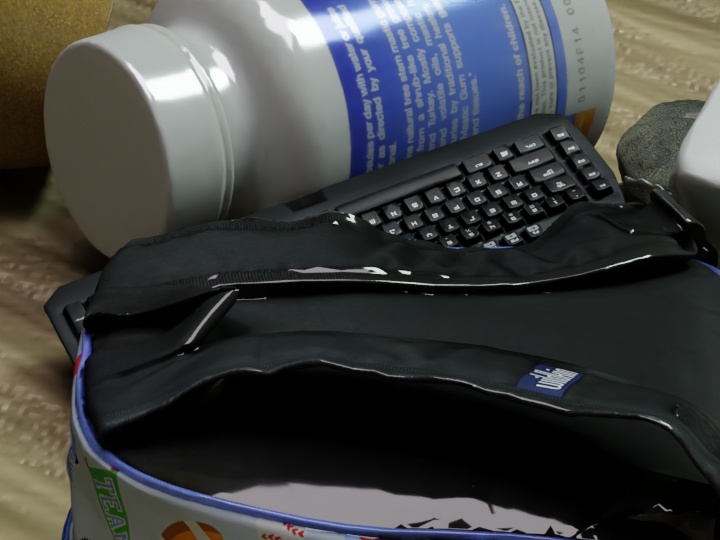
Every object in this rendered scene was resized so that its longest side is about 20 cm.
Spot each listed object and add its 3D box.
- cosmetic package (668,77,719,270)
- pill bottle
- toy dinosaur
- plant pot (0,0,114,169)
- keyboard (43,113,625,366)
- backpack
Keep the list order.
[{"bbox_3d":[0.229,-0.023,0.890,0.200,0.166,0.168,19,66,25],"label":"cosmetic package"},{"bbox_3d":[-0.012,-0.067,1.058,0.200,0.112,0.112,-17,35,-35],"label":"pill bottle"},{"bbox_3d":[0.134,-0.033,1.055,0.102,0.077,0.200,17,33,-3],"label":"toy dinosaur"},{"bbox_3d":[-0.195,-0.113,1.076,0.199,0.187,0.187,14,27,-8],"label":"plant pot"},{"bbox_3d":[0.000,0.000,0.955,0.200,0.040,0.104,-22,51,-14],"label":"keyboard"},{"bbox_3d":[0.011,0.064,0.783,0.190,0.154,0.200,11,22,-4],"label":"backpack"}]
